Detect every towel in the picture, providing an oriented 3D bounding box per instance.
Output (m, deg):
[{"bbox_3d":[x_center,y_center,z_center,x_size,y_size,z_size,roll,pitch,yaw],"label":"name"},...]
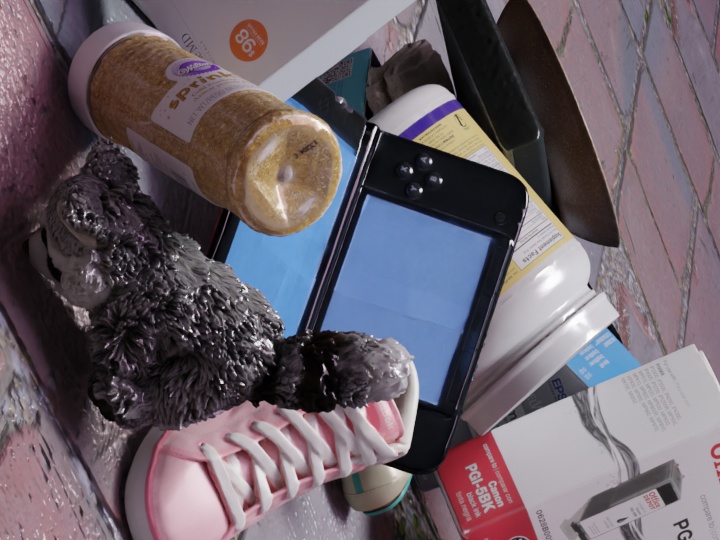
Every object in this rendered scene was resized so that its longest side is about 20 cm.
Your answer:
[{"bbox_3d":[0.059,-0.062,1.827,0.201,0.034,0.133,69,20,-9],"label":"towel"}]

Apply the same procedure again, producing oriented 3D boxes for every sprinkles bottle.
[{"bbox_3d":[-0.086,-0.079,1.371,0.200,0.068,0.068,31,-24,52],"label":"sprinkles bottle"}]

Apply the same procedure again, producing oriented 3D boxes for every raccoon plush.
[{"bbox_3d":[-0.076,-0.001,1.332,0.097,0.198,0.135,-103,-172,-59],"label":"raccoon plush"}]

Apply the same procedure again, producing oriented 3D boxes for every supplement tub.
[{"bbox_3d":[0.061,-0.006,1.684,0.200,0.145,0.145,50,19,5],"label":"supplement tub"}]

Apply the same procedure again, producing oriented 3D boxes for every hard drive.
[{"bbox_3d":[0.097,-0.111,1.799,0.200,0.033,0.140,71,-2,-70],"label":"hard drive"}]

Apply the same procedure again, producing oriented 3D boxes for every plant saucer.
[{"bbox_3d":[0.136,-0.104,1.857,0.200,0.036,0.202,-22,90,-90],"label":"plant saucer"}]

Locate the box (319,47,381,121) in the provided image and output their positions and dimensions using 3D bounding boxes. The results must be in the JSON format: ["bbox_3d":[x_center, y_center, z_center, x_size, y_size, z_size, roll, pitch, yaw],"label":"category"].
[{"bbox_3d":[0.023,-0.056,1.854,0.083,0.049,0.201,-83,151,-50],"label":"box"}]

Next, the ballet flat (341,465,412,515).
[{"bbox_3d":[0.021,0.087,1.721,0.200,0.069,0.070,-68,138,-61],"label":"ballet flat"}]

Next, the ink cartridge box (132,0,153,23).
[{"bbox_3d":[-0.050,-0.242,1.571,0.083,0.199,0.146,52,28,-55],"label":"ink cartridge box"}]

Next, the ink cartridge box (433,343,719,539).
[{"bbox_3d":[0.166,0.160,1.721,0.083,0.199,0.147,-114,180,-51],"label":"ink cartridge box"}]

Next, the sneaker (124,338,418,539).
[{"bbox_3d":[-0.041,0.092,1.410,0.200,0.104,0.076,-36,110,-48],"label":"sneaker"}]

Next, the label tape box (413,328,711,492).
[{"bbox_3d":[0.139,0.088,1.835,0.066,0.199,0.143,67,20,0],"label":"label tape box"}]

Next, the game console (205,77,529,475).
[{"bbox_3d":[0.000,0.000,1.542,0.119,0.171,0.201,93,16,-78],"label":"game console"}]

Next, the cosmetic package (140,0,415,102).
[{"bbox_3d":[-0.067,-0.205,1.477,0.201,0.150,0.052,58,16,18],"label":"cosmetic package"}]

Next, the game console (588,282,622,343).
[{"bbox_3d":[0.122,-0.045,2.020,0.177,0.116,0.200,-87,154,-42],"label":"game console"}]
